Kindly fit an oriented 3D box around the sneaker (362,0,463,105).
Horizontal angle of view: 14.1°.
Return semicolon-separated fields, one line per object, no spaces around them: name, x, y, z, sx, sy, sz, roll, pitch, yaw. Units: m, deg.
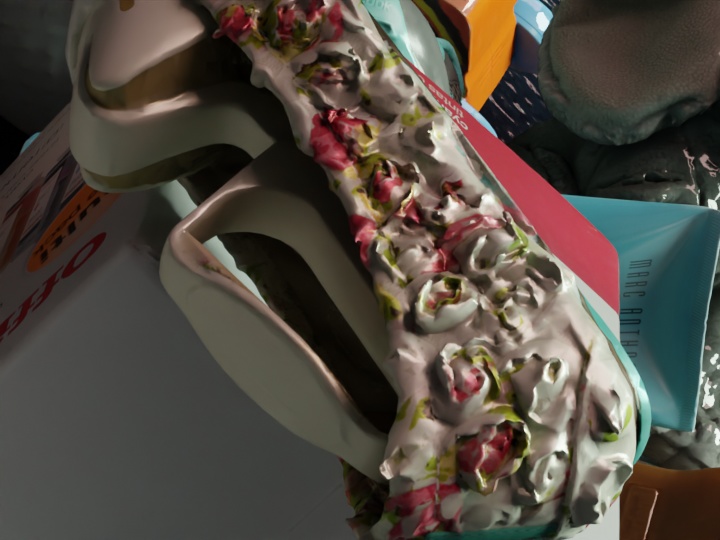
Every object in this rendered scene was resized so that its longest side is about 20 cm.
sneaker;-0.003;-0.050;0.894;0.078;0.091;0.200;18;-21;3

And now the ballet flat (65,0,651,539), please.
ballet flat;-0.019;-0.022;0.579;0.064;0.076;0.200;-20;54;-27

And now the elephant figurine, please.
elephant figurine;0.122;-0.043;0.906;0.155;0.200;0.142;37;3;15

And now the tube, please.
tube;0.000;0.000;0.827;0.200;0.077;0.050;8;42;6

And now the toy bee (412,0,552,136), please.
toy bee;0.015;-0.077;1.101;0.109;0.200;0.131;26;51;21

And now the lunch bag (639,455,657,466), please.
lunch bag;0.135;0.057;1.047;0.200;0.122;0.170;30;27;-50

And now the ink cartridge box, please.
ink cartridge box;-0.034;0.040;0.714;0.145;0.145;0.200;41;22;-14

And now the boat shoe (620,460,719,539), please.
boat shoe;0.066;0.086;0.851;0.200;0.070;0.070;16;-29;25

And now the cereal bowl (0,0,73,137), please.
cereal bowl;-0.068;-0.139;0.944;0.200;0.083;0.200;27;55;-46
